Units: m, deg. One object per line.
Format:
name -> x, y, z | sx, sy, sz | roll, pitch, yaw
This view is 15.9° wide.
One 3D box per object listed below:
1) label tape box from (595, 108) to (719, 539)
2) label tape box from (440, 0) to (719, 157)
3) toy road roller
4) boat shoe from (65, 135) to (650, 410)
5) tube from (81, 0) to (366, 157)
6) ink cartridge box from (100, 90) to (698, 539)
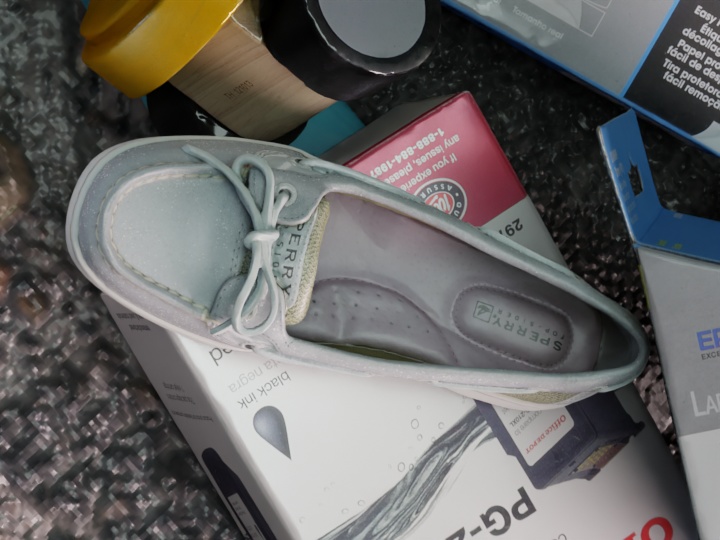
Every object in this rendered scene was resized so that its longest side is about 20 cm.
label tape box -> 0.142, 0.036, 0.910 | 0.063, 0.144, 0.200 | -13, 94, 11
label tape box -> 0.125, -0.166, 1.004 | 0.143, 0.066, 0.200 | 28, 98, -11
toy road roller -> -0.036, -0.146, 0.915 | 0.146, 0.123, 0.200 | 37, 59, -18
boat shoe -> 0.000, 0.002, 0.879 | 0.202, 0.065, 0.074 | 20, 83, -15
tube -> -0.069, -0.097, 0.985 | 0.077, 0.050, 0.200 | -36, 102, -8
ink cartridge box -> 0.020, 0.056, 0.962 | 0.145, 0.084, 0.200 | -33, 99, -15
